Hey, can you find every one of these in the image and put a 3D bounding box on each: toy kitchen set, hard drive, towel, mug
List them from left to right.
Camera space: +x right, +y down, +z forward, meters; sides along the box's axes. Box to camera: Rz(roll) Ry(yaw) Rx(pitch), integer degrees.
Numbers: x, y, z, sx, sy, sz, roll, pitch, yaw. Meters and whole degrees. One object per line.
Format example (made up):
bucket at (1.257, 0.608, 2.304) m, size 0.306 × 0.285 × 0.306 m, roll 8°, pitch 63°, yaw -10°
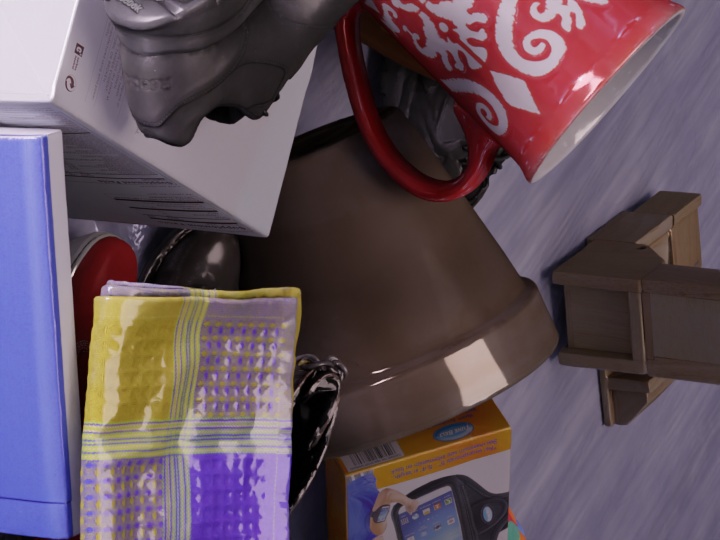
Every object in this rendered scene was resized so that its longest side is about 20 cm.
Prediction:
hard drive at (-0.202, 0.029, 1.201) m, size 0.025 × 0.131 × 0.201 m, roll -24°, pitch 114°, yaw -61°
towel at (-0.084, 0.105, 1.220) m, size 0.143 × 0.023 × 0.201 m, roll 7°, pitch 86°, yaw -49°
mug at (0.056, -0.151, 1.385) m, size 0.178 × 0.200 × 0.133 m, roll -46°, pitch 174°, yaw -12°
toy kitchen set at (0.276, 0.050, 1.915) m, size 0.200 × 0.180 × 0.164 m, roll -34°, pitch 123°, yaw -51°

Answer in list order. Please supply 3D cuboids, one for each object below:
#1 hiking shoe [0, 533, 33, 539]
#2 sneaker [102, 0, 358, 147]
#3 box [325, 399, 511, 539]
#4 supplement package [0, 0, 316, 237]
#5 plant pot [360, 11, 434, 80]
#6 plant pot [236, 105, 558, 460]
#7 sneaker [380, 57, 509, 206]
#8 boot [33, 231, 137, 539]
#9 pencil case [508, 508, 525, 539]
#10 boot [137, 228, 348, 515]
hiking shoe at (-0.189, 0.063, 1.281) m, size 0.100 × 0.075 × 0.201 m, roll -22°, pitch 112°, yaw -51°
sneaker at (-0.055, -0.124, 1.211) m, size 0.200 × 0.076 × 0.091 m, roll -29°, pitch 128°, yaw -44°
box at (0.039, 0.183, 1.600) m, size 0.118 × 0.042 × 0.201 m, roll -15°, pitch 128°, yaw -17°
supplement package at (-0.135, -0.142, 1.270) m, size 0.200 × 0.146 × 0.192 m, roll 33°, pitch 67°, yaw -54°
plant pot at (0.053, -0.208, 1.537) m, size 0.141 × 0.200 × 0.200 m, roll -61°, pitch 144°, yaw -6°
plant pot at (0.000, 0.000, 1.493) m, size 0.200 × 0.199 × 0.174 m, roll -35°, pitch 106°, yaw -50°
sneaker at (0.054, -0.070, 1.617) m, size 0.076 × 0.090 × 0.201 m, roll 13°, pitch 84°, yaw -59°
boot at (-0.124, 0.078, 1.324) m, size 0.072 × 0.144 × 0.201 m, roll 31°, pitch 67°, yaw -53°
pencil case at (0.049, 0.153, 1.662) m, size 0.200 × 0.088 × 0.089 m, roll 57°, pitch 48°, yaw -41°
boot at (-0.067, 0.061, 1.372) m, size 0.069 × 0.174 × 0.201 m, roll 28°, pitch 70°, yaw -36°
